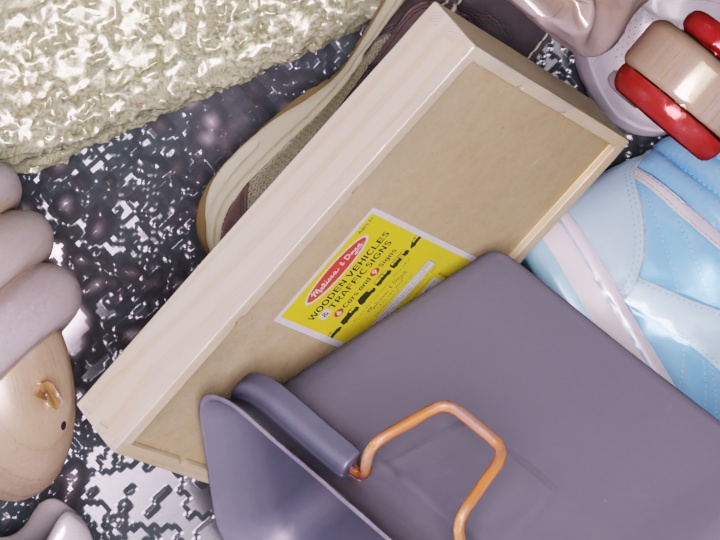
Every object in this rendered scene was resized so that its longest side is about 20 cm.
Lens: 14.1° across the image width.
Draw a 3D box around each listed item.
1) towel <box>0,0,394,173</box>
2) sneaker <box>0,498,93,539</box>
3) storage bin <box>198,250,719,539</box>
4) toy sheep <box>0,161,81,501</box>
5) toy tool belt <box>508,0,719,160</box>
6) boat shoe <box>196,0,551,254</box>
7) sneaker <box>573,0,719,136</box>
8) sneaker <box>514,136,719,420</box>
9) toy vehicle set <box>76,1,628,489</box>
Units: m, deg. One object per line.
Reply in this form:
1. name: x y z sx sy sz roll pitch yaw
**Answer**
1. towel: -0.085 -0.132 1.125 0.199 0.036 0.149 -22 98 -9
2. sneaker: -0.190 0.130 1.098 0.199 0.074 0.088 -6 107 -19
3. storage bin: 0.056 0.085 1.058 0.134 0.146 0.200 -38 59 -24
4. toy sheep: -0.180 0.003 1.071 0.138 0.138 0.200 -43 93 -6
5. toy tool belt: 0.089 -0.146 1.039 0.200 0.125 0.123 43 96 22
6. boat shoe: 0.025 -0.062 1.124 0.201 0.066 0.072 -44 133 -1
7. sneaker: 0.134 -0.151 1.125 0.073 0.116 0.201 8 93 -13
8. sneaker: 0.159 0.031 1.150 0.130 0.080 0.201 -34 91 -7
9. toy vehicle set: 0.000 0.000 1.087 0.200 0.124 0.027 -48 57 11
